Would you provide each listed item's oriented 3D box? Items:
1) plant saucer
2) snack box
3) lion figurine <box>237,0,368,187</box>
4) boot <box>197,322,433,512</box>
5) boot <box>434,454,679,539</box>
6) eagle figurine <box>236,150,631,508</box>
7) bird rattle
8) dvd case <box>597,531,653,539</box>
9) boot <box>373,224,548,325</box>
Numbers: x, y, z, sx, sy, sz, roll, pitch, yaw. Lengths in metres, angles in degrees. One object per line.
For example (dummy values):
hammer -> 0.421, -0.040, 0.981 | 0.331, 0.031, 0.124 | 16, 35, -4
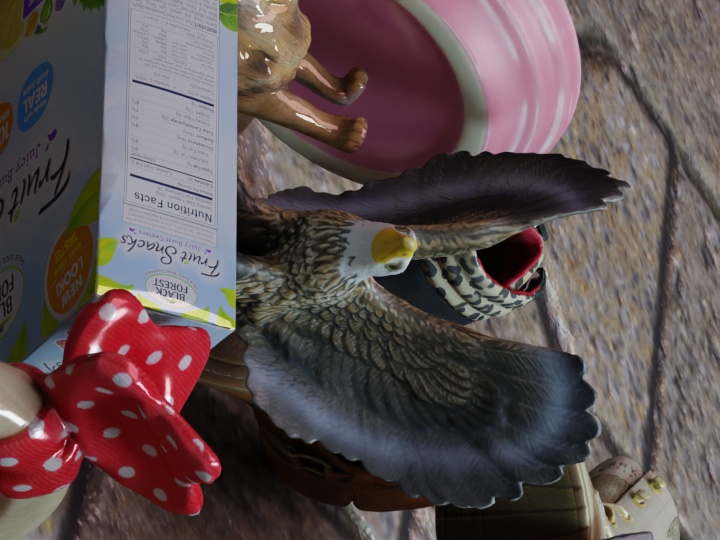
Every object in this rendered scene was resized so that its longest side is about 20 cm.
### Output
plant saucer -> 0.003, -0.108, 1.379 | 0.051, 0.200, 0.201 | -54, 125, -34
snack box -> -0.116, -0.039, 1.209 | 0.067, 0.169, 0.201 | 14, 59, -29
lion figurine -> -0.075, -0.076, 1.350 | 0.122, 0.200, 0.073 | 26, 42, -21
boot -> -0.036, 0.051, 1.397 | 0.155, 0.199, 0.077 | 101, 1, -66
boot -> 0.096, 0.115, 1.376 | 0.155, 0.072, 0.201 | -49, 132, -60
eagle figurine -> 0.003, 0.002, 1.262 | 0.199, 0.152, 0.151 | 20, 17, -26
bird rattle -> -0.150, 0.075, 1.081 | 0.162, 0.200, 0.113 | 14, 60, -33
dvd case -> 0.073, 0.221, 1.261 | 0.148, 0.016, 0.201 | -8, 88, -25
boot -> 0.031, 0.015, 1.478 | 0.203, 0.153, 0.074 | 19, 60, -59
